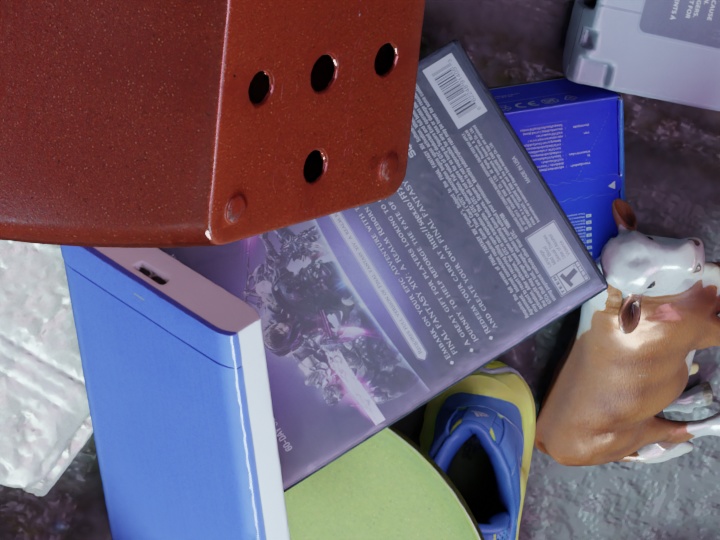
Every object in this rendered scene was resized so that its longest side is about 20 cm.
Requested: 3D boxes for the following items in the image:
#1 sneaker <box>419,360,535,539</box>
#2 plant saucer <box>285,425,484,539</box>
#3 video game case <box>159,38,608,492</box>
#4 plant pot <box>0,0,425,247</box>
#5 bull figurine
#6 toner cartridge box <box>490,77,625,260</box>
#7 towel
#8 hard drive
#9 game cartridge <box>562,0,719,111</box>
[{"bbox_3d":[0.048,0.151,1.498,0.075,0.105,0.201,4,104,8],"label":"sneaker"},{"bbox_3d":[-0.010,0.150,1.465,0.031,0.199,0.201,-33,127,-52],"label":"plant saucer"},{"bbox_3d":[0.000,0.000,1.396,0.199,0.019,0.143,-32,88,-4],"label":"video game case"},{"bbox_3d":[-0.079,-0.109,1.278,0.199,0.176,0.201,-17,120,-49],"label":"plant pot"},{"bbox_3d":[0.155,0.035,1.484,0.121,0.065,0.200,2,144,-19],"label":"bull figurine"},{"bbox_3d":[0.035,-0.037,1.462,0.199,0.043,0.096,-9,113,-15],"label":"toner cartridge box"},{"bbox_3d":[-0.198,0.016,1.411,0.200,0.034,0.133,36,94,-27],"label":"towel"},{"bbox_3d":[-0.086,0.081,1.383,0.025,0.132,0.201,-31,132,-30],"label":"hard drive"},{"bbox_3d":[0.186,-0.182,1.453,0.132,0.042,0.201,9,102,-25],"label":"game cartridge"}]
